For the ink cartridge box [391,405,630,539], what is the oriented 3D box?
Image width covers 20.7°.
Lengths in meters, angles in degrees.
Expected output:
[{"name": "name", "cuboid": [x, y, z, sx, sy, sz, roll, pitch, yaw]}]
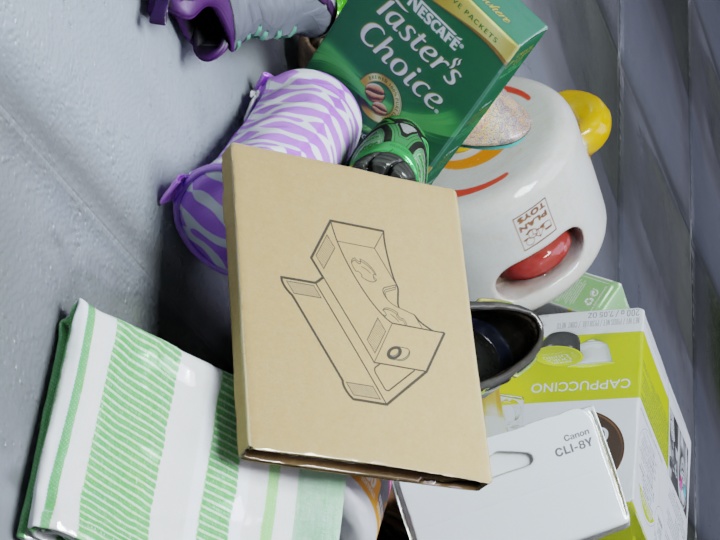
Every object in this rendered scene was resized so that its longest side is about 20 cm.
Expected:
[{"name": "ink cartridge box", "cuboid": [0.107, 0.161, 1.361, 0.200, 0.144, 0.084, 49, 22, -78]}]

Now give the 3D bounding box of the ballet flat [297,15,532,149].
[{"name": "ballet flat", "cuboid": [0.033, -0.142, 1.425, 0.068, 0.199, 0.068, -48, 144, -37]}]

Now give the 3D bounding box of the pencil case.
[{"name": "pencil case", "cuboid": [-0.060, -0.071, 1.302, 0.085, 0.084, 0.200, 39, 27, -6]}]

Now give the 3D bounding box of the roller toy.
[{"name": "roller toy", "cuboid": [0.101, -0.064, 1.594, 0.183, 0.199, 0.140, -70, 148, -41]}]

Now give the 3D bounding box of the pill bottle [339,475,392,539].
[{"name": "pill bottle", "cuboid": [-0.029, 0.100, 1.277, 0.201, 0.116, 0.117, -72, 149, -50]}]

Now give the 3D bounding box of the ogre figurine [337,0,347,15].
[{"name": "ogre figurine", "cuboid": [0.035, -0.164, 1.541, 0.098, 0.119, 0.201, 65, 26, -42]}]

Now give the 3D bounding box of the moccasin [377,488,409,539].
[{"name": "moccasin", "cuboid": [0.045, 0.229, 1.509, 0.078, 0.073, 0.202, -78, 153, -44]}]

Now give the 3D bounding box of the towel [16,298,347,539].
[{"name": "towel", "cuboid": [-0.090, 0.115, 1.091, 0.199, 0.023, 0.153, 28, 50, -29]}]

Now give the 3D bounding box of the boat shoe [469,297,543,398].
[{"name": "boat shoe", "cuboid": [0.047, 0.054, 1.252, 0.201, 0.060, 0.072, -11, 70, -56]}]

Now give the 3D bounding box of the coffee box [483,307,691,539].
[{"name": "coffee box", "cuboid": [0.163, 0.175, 1.677, 0.201, 0.198, 0.199, 64, 28, -45]}]

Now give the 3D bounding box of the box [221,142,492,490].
[{"name": "box", "cuboid": [-0.003, 0.027, 1.178, 0.162, 0.021, 0.201, 10, 58, -27]}]

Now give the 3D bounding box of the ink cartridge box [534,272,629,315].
[{"name": "ink cartridge box", "cuboid": [0.160, 0.042, 1.778, 0.048, 0.199, 0.146, -53, 141, -23]}]

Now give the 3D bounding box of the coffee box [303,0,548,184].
[{"name": "coffee box", "cuboid": [0.030, -0.136, 1.361, 0.123, 0.200, 0.044, 46, 42, 9]}]

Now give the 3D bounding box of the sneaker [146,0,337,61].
[{"name": "sneaker", "cuboid": [-0.084, -0.172, 1.302, 0.200, 0.074, 0.088, 24, 76, -59]}]

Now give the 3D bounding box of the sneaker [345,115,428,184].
[{"name": "sneaker", "cuboid": [0.006, -0.021, 1.361, 0.085, 0.078, 0.200, -61, 179, -45]}]
